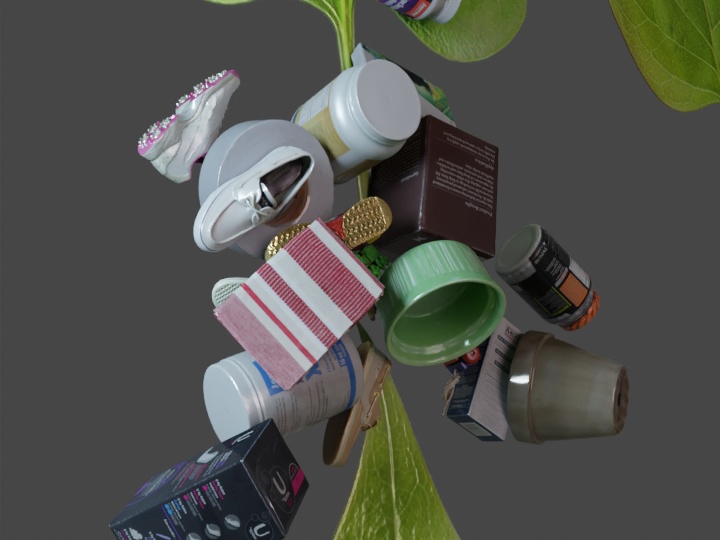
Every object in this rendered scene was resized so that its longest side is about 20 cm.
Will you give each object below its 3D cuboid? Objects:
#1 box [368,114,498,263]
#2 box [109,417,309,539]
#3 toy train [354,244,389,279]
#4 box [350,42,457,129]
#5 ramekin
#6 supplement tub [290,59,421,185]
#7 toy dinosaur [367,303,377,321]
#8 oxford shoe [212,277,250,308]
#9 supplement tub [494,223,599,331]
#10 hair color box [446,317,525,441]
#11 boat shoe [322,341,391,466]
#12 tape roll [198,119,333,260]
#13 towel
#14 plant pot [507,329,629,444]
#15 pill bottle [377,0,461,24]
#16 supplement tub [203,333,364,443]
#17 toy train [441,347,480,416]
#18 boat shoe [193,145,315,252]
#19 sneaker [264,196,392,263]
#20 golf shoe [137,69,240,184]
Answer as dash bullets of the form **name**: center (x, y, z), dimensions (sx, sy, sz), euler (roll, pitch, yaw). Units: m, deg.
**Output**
- **box**: center (0.119, -0.120, 1.233), dimensions (0.164, 0.163, 0.204), euler (18, 69, -31)
- **box**: center (-0.178, 0.285, 0.886), dimensions (0.107, 0.198, 0.122), euler (60, 15, -6)
- **toy train**: center (0.000, 0.000, 1.110), dimensions (0.056, 0.042, 0.200), euler (45, 19, 0)
- **box**: center (0.079, -0.310, 1.294), dimensions (0.197, 0.036, 0.146), euler (22, 39, -31)
- **ramekin**: center (0.118, 0.049, 1.138), dimensions (0.197, 0.201, 0.099), euler (10, 41, -33)
- **supplement tub**: center (-0.011, -0.229, 1.145), dimensions (0.142, 0.199, 0.148), euler (9, 73, -33)
- **toy dinosaur**: center (-0.041, 0.001, 1.121), dimensions (0.199, 0.101, 0.058), euler (34, 102, -31)
- **oxford shoe**: center (-0.127, 0.046, 1.089), dimensions (0.196, 0.058, 0.076), euler (9, 117, -26)
- **supplement tub**: center (0.359, 0.018, 1.395), dimensions (0.200, 0.122, 0.124), euler (42, 58, -20)
- **hair color box**: center (0.230, 0.189, 1.299), dimensions (0.099, 0.060, 0.203), euler (36, 60, -25)
- **boat shoe**: center (0.002, 0.211, 1.125), dimensions (0.069, 0.073, 0.203), euler (31, 63, -20)
- **tape roll**: center (-0.135, -0.118, 1.076), dimensions (0.197, 0.066, 0.205), euler (-7, 101, -36)
- **towel**: center (-0.078, 0.042, 0.979), dimensions (0.144, 0.023, 0.200), euler (46, 67, 3)
- **plant pot**: center (0.371, 0.213, 1.282), dimensions (0.199, 0.171, 0.205), euler (-6, 97, -57)
- **pill bottle**: center (0.088, -0.532, 1.345), dimensions (0.197, 0.111, 0.114), euler (14, 70, -31)
- **supplement tub**: center (-0.105, 0.162, 1.026), dimensions (0.198, 0.131, 0.135), euler (-18, 89, -38)
- **toy train**: center (0.139, 0.128, 1.246), dimensions (0.115, 0.085, 0.202), euler (34, 65, -8)
- **boat shoe**: center (-0.139, -0.097, 0.993), dimensions (0.199, 0.065, 0.073), euler (-41, 120, -25)
- **sneaker**: center (-0.048, -0.039, 1.068), dimensions (0.197, 0.090, 0.076), euler (-21, 81, -17)
- **golf shoe**: center (-0.235, -0.211, 1.070), dimensions (0.092, 0.075, 0.201), euler (51, 61, -26)
